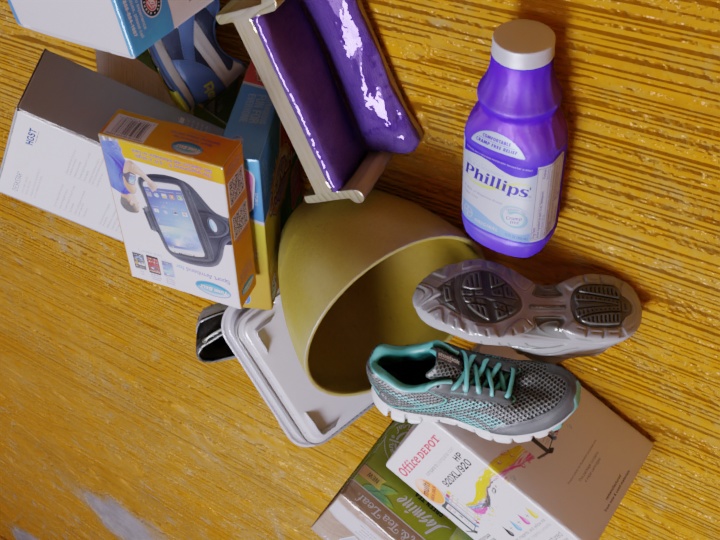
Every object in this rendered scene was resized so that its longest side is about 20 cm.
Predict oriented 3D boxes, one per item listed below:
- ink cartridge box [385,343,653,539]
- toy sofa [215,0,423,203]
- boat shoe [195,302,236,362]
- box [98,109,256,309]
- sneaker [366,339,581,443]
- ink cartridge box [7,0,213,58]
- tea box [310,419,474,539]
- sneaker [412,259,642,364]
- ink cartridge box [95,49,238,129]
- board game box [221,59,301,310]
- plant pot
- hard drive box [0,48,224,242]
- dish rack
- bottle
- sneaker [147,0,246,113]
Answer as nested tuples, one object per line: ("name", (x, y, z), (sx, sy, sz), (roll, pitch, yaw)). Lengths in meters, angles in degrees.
("ink cartridge box", (0.156, 0.188, 1.023), (0.200, 0.145, 0.147), (39, 147, 7))
("toy sofa", (-0.030, -0.162, 0.868), (0.097, 0.083, 0.201), (-4, 126, 33))
("boat shoe", (-0.091, 0.058, 1.124), (0.199, 0.064, 0.071), (-19, 127, 12))
("box", (-0.158, -0.042, 0.901), (0.118, 0.042, 0.201), (16, 137, 15))
("sneaker", (0.093, 0.102, 0.892), (0.199, 0.078, 0.091), (-1, 152, 21))
("ink cartridge box", (-0.177, -0.291, 0.786), (0.145, 0.200, 0.147), (20, 141, 31))
("tea box", (0.088, 0.266, 1.133), (0.200, 0.197, 0.134), (38, 146, 5))
("sneaker", (0.144, 0.050, 0.903), (0.199, 0.078, 0.100), (9, 150, 3))
("ink cartridge box", (-0.182, -0.176, 1.041), (0.200, 0.059, 0.104), (35, 148, 12))
("board game box", (-0.094, -0.084, 0.972), (0.040, 0.154, 0.201), (7, 139, 6))
("plant pot", (0.000, 0.000, 0.965), (0.142, 0.199, 0.201), (52, 155, 34))
("hard drive box", (-0.236, -0.103, 0.974), (0.199, 0.077, 0.156), (23, 148, -17))
("dish rack", (-0.037, 0.084, 1.081), (0.201, 0.171, 0.044), (60, 166, -23))
("bottle", (0.125, -0.103, 0.807), (0.083, 0.065, 0.201), (26, 143, 25))
("sneaker", (-0.177, -0.254, 0.952), (0.074, 0.082, 0.201), (-152, 38, -80))
